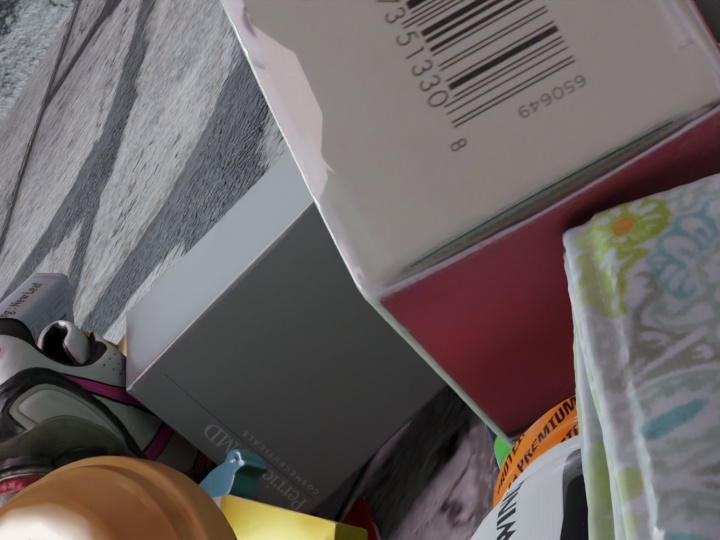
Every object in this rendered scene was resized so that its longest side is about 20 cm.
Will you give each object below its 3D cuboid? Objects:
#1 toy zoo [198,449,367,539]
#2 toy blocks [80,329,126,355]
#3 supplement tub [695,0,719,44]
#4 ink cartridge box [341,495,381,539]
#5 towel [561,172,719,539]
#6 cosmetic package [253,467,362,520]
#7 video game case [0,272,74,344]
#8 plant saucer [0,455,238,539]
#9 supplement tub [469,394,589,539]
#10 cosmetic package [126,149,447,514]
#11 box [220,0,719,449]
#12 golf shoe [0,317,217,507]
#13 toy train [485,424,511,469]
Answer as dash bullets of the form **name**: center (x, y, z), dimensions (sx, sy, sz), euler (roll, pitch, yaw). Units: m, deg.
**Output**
- **toy zoo**: center (-0.057, 0.169, 0.782), dimensions (0.131, 0.020, 0.201), euler (-8, 70, 42)
- **toy blocks**: center (-0.141, 0.129, 1.178), dimensions (0.200, 0.100, 0.137), euler (-53, 30, 24)
- **supplement tub**: center (0.179, -0.156, 0.576), dimensions (0.200, 0.145, 0.146), euler (-48, 21, 37)
- **ink cartridge box**: center (-0.067, 0.188, 0.879), dimensions (0.201, 0.067, 0.116), euler (-57, 17, 11)
- **towel**: center (0.140, 0.020, 0.416), dimensions (0.199, 0.048, 0.172), euler (-15, 35, 12)
- **cosmetic package**: center (-0.010, 0.023, 1.010), dimensions (0.201, 0.051, 0.151), euler (-62, 19, -1)
- **video game case**: center (-0.159, 0.124, 0.896), dimensions (0.182, 0.022, 0.201), euler (-57, -34, -67)
- **plant saucer**: center (-0.110, 0.159, 0.687), dimensions (0.200, 0.037, 0.201), euler (-25, 54, 41)
- **supplement tub**: center (0.078, 0.123, 0.463), dimensions (0.123, 0.122, 0.201), euler (-51, 20, 31)
- **cosmetic package**: center (0.000, 0.000, 0.861), dimensions (0.200, 0.107, 0.090), euler (-47, 20, 10)
- **box**: center (0.049, -0.039, 0.596), dimensions (0.109, 0.200, 0.128), euler (-29, 67, 7)
- **golf shoe**: center (-0.108, 0.066, 0.885), dimensions (0.200, 0.072, 0.093), euler (21, -124, -72)
- **toy train**: center (0.074, 0.082, 0.690), dimensions (0.200, 0.041, 0.057), euler (-103, 34, -66)
